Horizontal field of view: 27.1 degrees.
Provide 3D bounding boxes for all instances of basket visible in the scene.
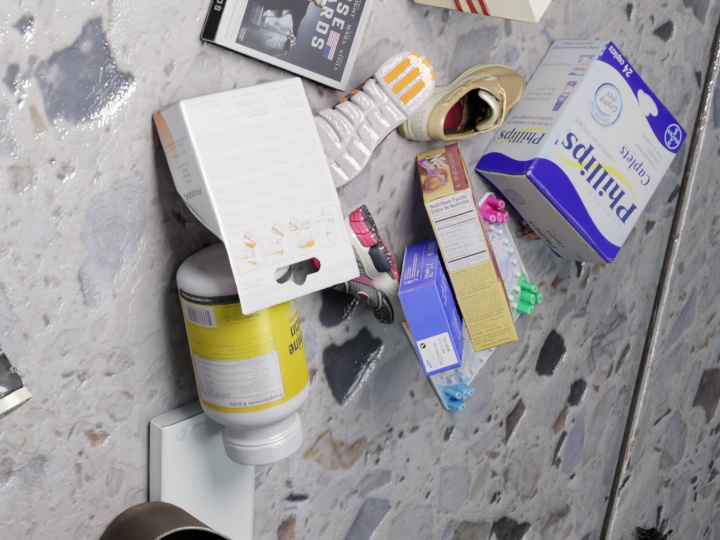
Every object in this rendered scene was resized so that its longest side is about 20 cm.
[{"bbox_3d":[-0.174,0.295,1.392,0.134,0.200,0.183,-20,104,-17],"label":"basket"}]

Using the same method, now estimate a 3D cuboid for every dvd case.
[{"bbox_3d":[-0.058,-0.267,1.439,0.199,0.025,0.152,12,97,-52],"label":"dvd case"}]

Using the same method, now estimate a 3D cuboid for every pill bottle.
[{"bbox_3d":[-0.109,0.081,1.450,0.111,0.111,0.203,-29,121,-39],"label":"pill bottle"}]

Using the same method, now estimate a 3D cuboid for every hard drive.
[{"bbox_3d":[-0.162,0.228,1.540,0.131,0.026,0.203,-20,121,-45],"label":"hard drive"}]

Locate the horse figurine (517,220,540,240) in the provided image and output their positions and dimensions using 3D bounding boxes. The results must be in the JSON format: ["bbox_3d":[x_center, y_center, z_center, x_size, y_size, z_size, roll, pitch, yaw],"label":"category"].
[{"bbox_3d":[0.282,-0.107,1.908,0.198,0.050,0.135,-5,103,-46],"label":"horse figurine"}]

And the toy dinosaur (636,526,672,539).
[{"bbox_3d":[0.463,0.487,2.391,0.200,0.101,0.137,-38,151,-58],"label":"toy dinosaur"}]

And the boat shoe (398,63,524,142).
[{"bbox_3d":[0.127,-0.180,1.669,0.199,0.066,0.075,-27,126,-41],"label":"boat shoe"}]

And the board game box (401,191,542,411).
[{"bbox_3d":[0.139,0.042,1.820,0.201,0.026,0.201,-51,138,-21],"label":"board game box"}]

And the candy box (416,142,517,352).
[{"bbox_3d":[0.118,-0.026,1.665,0.056,0.117,0.202,-16,119,6],"label":"candy box"}]

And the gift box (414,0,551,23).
[{"bbox_3d":[0.122,-0.364,1.478,0.201,0.183,0.188,-61,144,-26],"label":"gift box"}]

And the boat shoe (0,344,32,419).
[{"bbox_3d":[-0.369,0.120,1.221,0.199,0.072,0.068,-27,90,-33],"label":"boat shoe"}]

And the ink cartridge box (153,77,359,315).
[{"bbox_3d":[-0.094,-0.070,1.399,0.161,0.050,0.203,-18,93,-45],"label":"ink cartridge box"}]

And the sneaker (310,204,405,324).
[{"bbox_3d":[0.000,0.000,1.603,0.074,0.081,0.200,-25,147,4],"label":"sneaker"}]

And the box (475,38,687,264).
[{"bbox_3d":[0.266,-0.142,1.789,0.184,0.104,0.201,41,74,-32],"label":"box"}]

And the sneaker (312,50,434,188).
[{"bbox_3d":[-0.004,-0.142,1.518,0.199,0.078,0.112,-35,-179,3],"label":"sneaker"}]

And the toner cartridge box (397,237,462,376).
[{"bbox_3d":[0.078,0.035,1.614,0.200,0.043,0.096,-73,147,-75],"label":"toner cartridge box"}]
